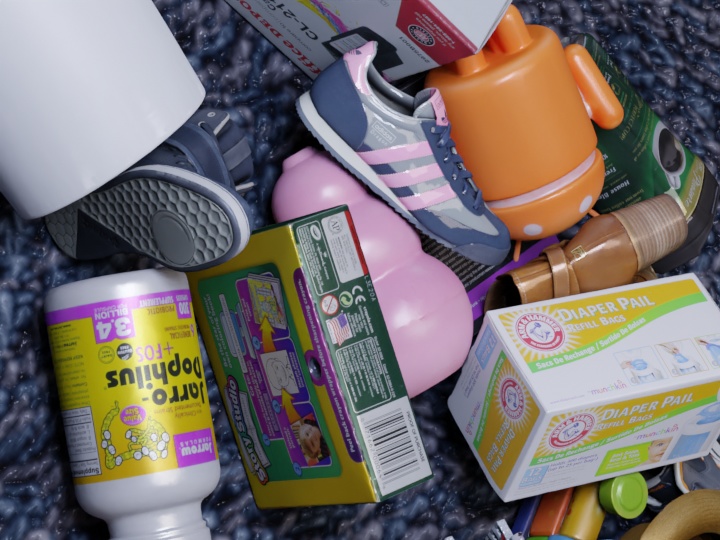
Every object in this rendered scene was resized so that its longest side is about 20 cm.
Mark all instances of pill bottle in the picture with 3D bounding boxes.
[{"bbox_3d":[-0.155,0.104,1.478,0.103,0.104,0.202,-9,88,-35],"label":"pill bottle"}]

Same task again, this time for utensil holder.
[{"bbox_3d":[-0.223,-0.161,1.440,0.170,0.169,0.201,-44,110,-31],"label":"utensil holder"}]

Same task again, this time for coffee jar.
[{"bbox_3d":[0.216,-0.095,1.771,0.200,0.085,0.105,45,39,-20],"label":"coffee jar"}]

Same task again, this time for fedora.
[{"bbox_3d":[0.251,0.270,1.732,0.199,0.081,0.203,-10,105,-40],"label":"fedora"}]

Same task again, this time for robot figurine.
[{"bbox_3d":[0.122,-0.110,1.645,0.144,0.116,0.201,-44,119,-44],"label":"robot figurine"}]

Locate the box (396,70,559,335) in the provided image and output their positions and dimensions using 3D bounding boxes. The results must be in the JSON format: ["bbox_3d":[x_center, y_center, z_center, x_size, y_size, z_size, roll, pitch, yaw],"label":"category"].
[{"bbox_3d":[0.073,-0.058,1.704,0.143,0.036,0.201,-33,103,-34],"label":"box"}]

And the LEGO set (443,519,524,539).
[{"bbox_3d":[0.064,0.271,1.569,0.198,0.116,0.155,-5,55,-28],"label":"LEGO set"}]

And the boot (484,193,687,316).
[{"bbox_3d":[0.172,0.022,1.696,0.154,0.200,0.077,-25,75,-16],"label":"boot"}]

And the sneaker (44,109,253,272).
[{"bbox_3d":[-0.110,-0.061,1.481,0.146,0.201,0.078,-30,113,-37],"label":"sneaker"}]

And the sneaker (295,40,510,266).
[{"bbox_3d":[0.049,-0.086,1.573,0.199,0.082,0.070,38,21,-15],"label":"sneaker"}]

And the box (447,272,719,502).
[{"bbox_3d":[0.184,0.088,1.628,0.198,0.113,0.102,-10,51,-27],"label":"box"}]

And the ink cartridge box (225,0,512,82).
[{"bbox_3d":[0.001,-0.216,1.580,0.146,0.199,0.083,40,65,-22],"label":"ink cartridge box"}]

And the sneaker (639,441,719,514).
[{"bbox_3d":[0.277,0.183,1.779,0.200,0.078,0.079,50,49,-5],"label":"sneaker"}]

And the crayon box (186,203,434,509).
[{"bbox_3d":[-0.043,0.066,1.519,0.058,0.172,0.202,-20,94,-31],"label":"crayon box"}]

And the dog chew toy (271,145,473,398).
[{"bbox_3d":[0.000,0.000,1.598,0.124,0.124,0.201,-31,91,-34],"label":"dog chew toy"}]

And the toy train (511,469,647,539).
[{"bbox_3d":[0.185,0.174,1.693,0.084,0.115,0.201,36,65,-25],"label":"toy train"}]
